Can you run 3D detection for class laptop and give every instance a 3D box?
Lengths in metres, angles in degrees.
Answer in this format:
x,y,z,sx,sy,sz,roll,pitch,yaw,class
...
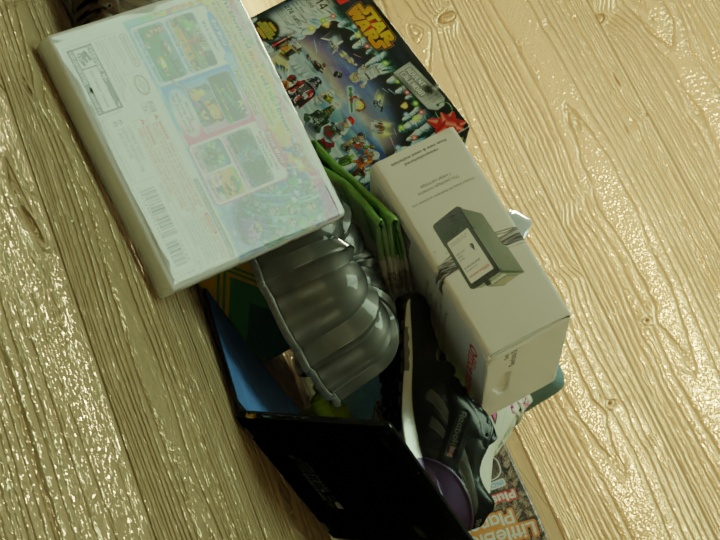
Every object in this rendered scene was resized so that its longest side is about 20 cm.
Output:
x,y,z,sx,sy,sz,roll,pitch,yaw,class
-0.017,0.115,1.541,0.187,0.199,0.116,56,45,-47,laptop

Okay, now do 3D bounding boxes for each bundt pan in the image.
x,y,z,sx,sy,sz,roll,pitch,yaw,class
-0.029,0.002,1.598,0.203,0.075,0.202,64,6,-12,bundt pan

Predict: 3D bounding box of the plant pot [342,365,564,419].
x,y,z,sx,sy,sz,roll,pitch,yaw,class
0.046,0.059,1.976,0.200,0.196,0.196,30,32,-53,plant pot

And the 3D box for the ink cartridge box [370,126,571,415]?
x,y,z,sx,sy,sz,roll,pitch,yaw,class
0.089,0.005,1.693,0.201,0.084,0.146,60,-12,21,ink cartridge box

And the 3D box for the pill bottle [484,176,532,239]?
x,y,z,sx,sy,sz,roll,pitch,yaw,class
0.053,-0.057,1.856,0.199,0.112,0.112,28,7,1,pill bottle

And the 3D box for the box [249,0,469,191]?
x,y,z,sx,sy,sz,roll,pitch,yaw,class
-0.013,-0.164,1.808,0.200,0.137,0.040,54,-20,19,box

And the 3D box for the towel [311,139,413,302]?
x,y,z,sx,sy,sz,roll,pitch,yaw,class
0.000,0.000,1.745,0.149,0.031,0.201,43,-26,45,towel

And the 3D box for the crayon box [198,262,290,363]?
x,y,z,sx,sy,sz,roll,pitch,yaw,class
-0.114,-0.032,1.605,0.200,0.051,0.127,56,10,-48,crayon box

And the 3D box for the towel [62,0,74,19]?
x,y,z,sx,sy,sz,roll,pitch,yaw,class
-0.243,-0.266,1.635,0.201,0.023,0.153,62,6,-15,towel

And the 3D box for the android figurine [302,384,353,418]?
x,y,z,sx,sy,sz,roll,pitch,yaw,class
0.003,0.189,1.727,0.182,0.041,0.201,-79,143,-79,android figurine

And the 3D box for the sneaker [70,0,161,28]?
x,y,z,sx,sy,sz,roll,pitch,yaw,class
-0.184,-0.183,1.527,0.075,0.070,0.201,-13,77,-59,sneaker

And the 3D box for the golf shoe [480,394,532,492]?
x,y,z,sx,sy,sz,roll,pitch,yaw,class
0.107,0.125,1.756,0.073,0.091,0.201,97,-7,-67,golf shoe

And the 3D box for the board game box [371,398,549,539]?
x,y,z,sx,sy,sz,roll,pitch,yaw,class
0.089,0.217,1.843,0.160,0.096,0.201,99,-31,-67,board game box

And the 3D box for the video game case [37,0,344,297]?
x,y,z,sx,sy,sz,roll,pitch,yaw,class
-0.120,-0.100,1.461,0.182,0.024,0.201,-25,88,-42,video game case

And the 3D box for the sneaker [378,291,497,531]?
x,y,z,sx,sy,sz,roll,pitch,yaw,class
0.067,0.118,1.665,0.076,0.087,0.201,153,-65,-74,sneaker

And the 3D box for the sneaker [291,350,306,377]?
x,y,z,sx,sy,sz,roll,pitch,yaw,class
-0.048,0.010,1.742,0.073,0.071,0.201,35,-33,55,sneaker
